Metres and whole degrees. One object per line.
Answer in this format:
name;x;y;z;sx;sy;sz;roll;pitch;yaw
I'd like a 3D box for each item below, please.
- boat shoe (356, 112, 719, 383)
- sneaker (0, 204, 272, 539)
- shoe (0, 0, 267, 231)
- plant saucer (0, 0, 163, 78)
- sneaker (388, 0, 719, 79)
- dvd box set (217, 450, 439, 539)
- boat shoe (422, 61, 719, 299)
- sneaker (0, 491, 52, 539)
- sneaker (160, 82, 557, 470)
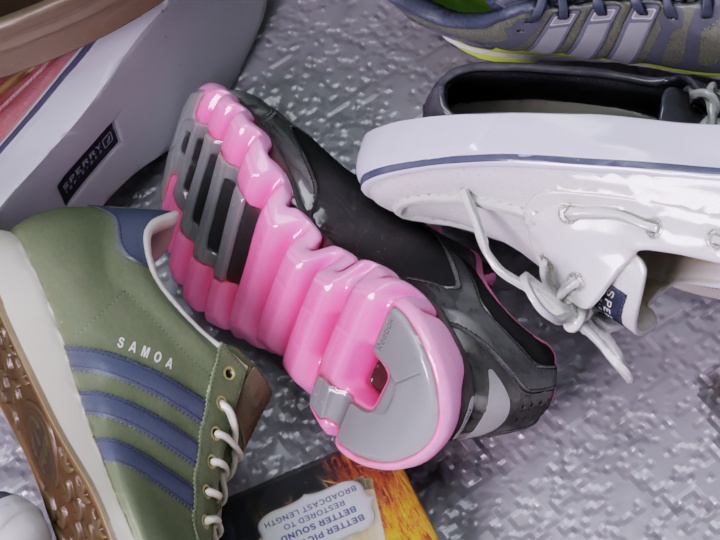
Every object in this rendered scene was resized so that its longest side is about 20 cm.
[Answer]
boat shoe;0.089;-0.005;0.994;0.202;0.075;0.086;5;82;21
sneaker;-0.067;0.060;0.992;0.090;0.067;0.200;-16;66;-22
shoe;-0.125;-0.069;1.105;0.091;0.071;0.200;23;58;27
plant saucer;-0.132;-0.120;1.109;0.200;0.029;0.200;-18;26;9
sneaker;0.091;-0.107;1.063;0.200;0.081;0.074;-2;89;36
dvd box set;-0.016;0.167;0.980;0.146;0.029;0.200;-22;60;-7
boat shoe;0.117;-0.038;1.067;0.200;0.063;0.073;8;58;9
sneaker;-0.111;0.179;0.942;0.130;0.080;0.199;14;66;20
sneaker;0.000;0.000;1.063;0.095;0.079;0.200;-4;40;-38
